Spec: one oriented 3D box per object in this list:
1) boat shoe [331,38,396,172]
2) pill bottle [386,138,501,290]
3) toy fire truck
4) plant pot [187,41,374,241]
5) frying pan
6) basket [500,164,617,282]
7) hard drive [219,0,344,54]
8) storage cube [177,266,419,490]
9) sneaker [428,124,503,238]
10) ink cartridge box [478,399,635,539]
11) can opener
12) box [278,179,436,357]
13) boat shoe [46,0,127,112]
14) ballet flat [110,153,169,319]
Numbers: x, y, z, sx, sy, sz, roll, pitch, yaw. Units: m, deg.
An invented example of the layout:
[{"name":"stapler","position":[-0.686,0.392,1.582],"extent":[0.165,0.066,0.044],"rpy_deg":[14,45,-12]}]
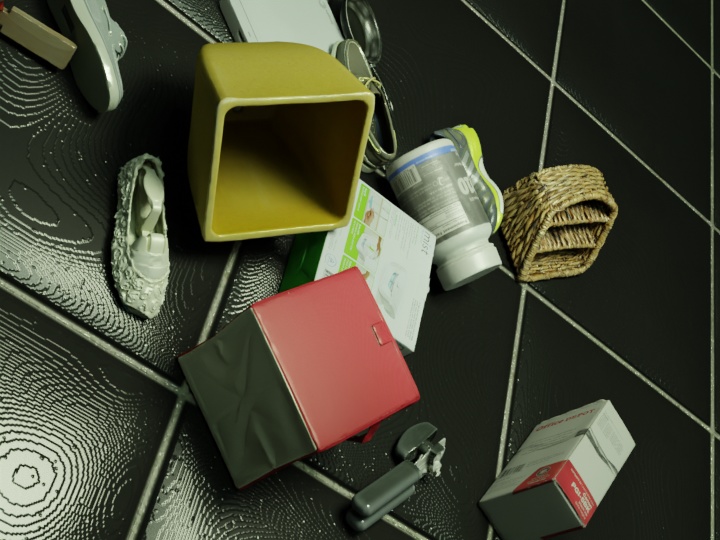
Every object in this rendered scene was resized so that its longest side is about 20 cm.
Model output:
[{"name":"boat shoe","position":[0.008,-0.251,1.588],"extent":[0.071,0.060,0.205],"rpy_deg":[-7,82,-44]},{"name":"pill bottle","position":[0.126,-0.081,1.581],"extent":[0.113,0.113,0.202],"rpy_deg":[-17,80,-46]},{"name":"toy fire truck","position":[-0.397,-0.311,1.192],"extent":[0.199,0.175,0.130],"rpy_deg":[-9,72,-60]},{"name":"plant pot","position":[-0.122,-0.181,1.321],"extent":[0.193,0.196,0.201],"rpy_deg":[-7,42,-25]},{"name":"frying pan","position":[0.016,-0.347,1.687],"extent":[0.192,0.031,0.115],"rpy_deg":[63,29,-26]},{"name":"basket","position":[0.338,-0.080,1.758],"extent":[0.198,0.142,0.151],"rpy_deg":[-4,69,-43]},{"name":"hard drive","position":[-0.104,-0.346,1.579],"extent":[0.199,0.027,0.134],"rpy_deg":[-17,80,-47]},{"name":"storage cube","position":[-0.071,0.125,1.242],"extent":[0.178,0.170,0.202],"rpy_deg":[-19,81,-46]},{"name":"sneaker","position":[0.160,-0.138,1.688],"extent":[0.080,0.074,0.202],"rpy_deg":[-3,63,-36]},{"name":"ink cartridge box","position":[0.278,0.283,1.497],"extent":[0.083,0.146,0.200],"rpy_deg":[55,44,-4]},{"name":"can opener","position":[0.046,0.265,1.372],"extent":[0.066,0.053,0.199],"rpy_deg":[32,35,22]},{"name":"box","position":[0.000,0.000,1.432],"extent":[0.175,0.096,0.202],"rpy_deg":[34,48,-25]},{"name":"boat shoe","position":[-0.322,-0.289,1.312],"extent":[0.071,0.070,0.203],"rpy_deg":[-12,74,-42]},{"name":"ballet flat","position":[-0.253,-0.048,1.247],"extent":[0.071,0.071,0.203],"rpy_deg":[11,62,-38]}]
